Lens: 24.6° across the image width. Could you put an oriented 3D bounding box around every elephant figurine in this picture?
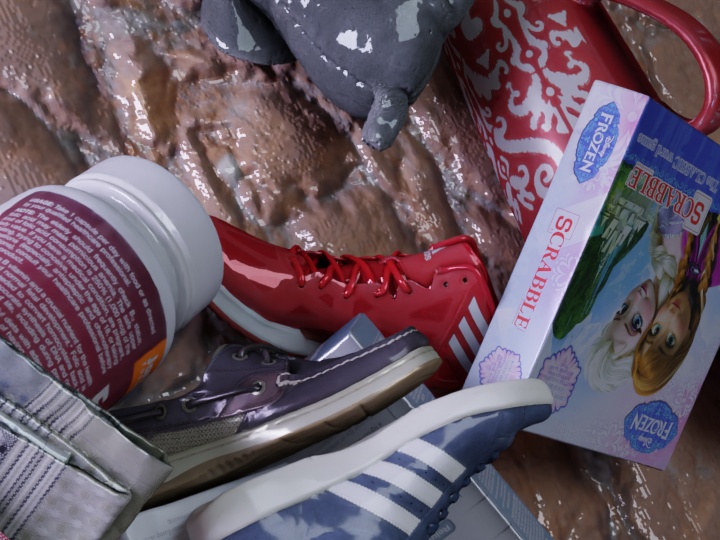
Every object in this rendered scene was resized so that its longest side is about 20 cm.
[{"bbox_3d":[-0.036,-0.187,1.046,0.200,0.155,0.142,32,92,-6],"label":"elephant figurine"}]

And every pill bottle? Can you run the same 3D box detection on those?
[{"bbox_3d":[-0.164,0.029,0.815,0.114,0.114,0.200,51,47,-2],"label":"pill bottle"}]

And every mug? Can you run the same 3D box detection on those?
[{"bbox_3d":[0.156,-0.120,1.116,0.200,0.177,0.133,65,14,17],"label":"mug"}]

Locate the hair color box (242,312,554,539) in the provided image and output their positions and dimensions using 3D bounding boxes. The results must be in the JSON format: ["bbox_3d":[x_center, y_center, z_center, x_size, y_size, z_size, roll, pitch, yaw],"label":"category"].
[{"bbox_3d":[0.025,0.133,0.902,0.200,0.099,0.061,50,11,-3],"label":"hair color box"}]

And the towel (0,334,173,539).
[{"bbox_3d":[-0.211,0.101,0.700,0.192,0.200,0.035,37,8,-12],"label":"towel"}]

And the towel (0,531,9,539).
[{"bbox_3d":[-0.223,0.135,0.682,0.200,0.146,0.030,50,6,-16],"label":"towel"}]

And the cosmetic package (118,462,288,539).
[{"bbox_3d":[-0.055,0.210,0.820,0.113,0.081,0.200,-13,75,-41],"label":"cosmetic package"}]

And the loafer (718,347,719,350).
[{"bbox_3d":[0.240,0.027,1.171,0.200,0.063,0.072,-19,63,-47],"label":"loafer"}]

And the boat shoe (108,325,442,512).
[{"bbox_3d":[-0.058,0.067,0.836,0.065,0.200,0.072,67,10,11],"label":"boat shoe"}]

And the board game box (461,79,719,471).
[{"bbox_3d":[0.163,0.011,0.990,0.200,0.041,0.200,20,94,-51],"label":"board game box"}]

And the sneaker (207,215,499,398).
[{"bbox_3d":[0.000,0.000,0.945,0.200,0.116,0.078,31,27,-28],"label":"sneaker"}]

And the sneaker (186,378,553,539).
[{"bbox_3d":[0.017,0.118,0.809,0.200,0.075,0.085,-22,83,-21],"label":"sneaker"}]
